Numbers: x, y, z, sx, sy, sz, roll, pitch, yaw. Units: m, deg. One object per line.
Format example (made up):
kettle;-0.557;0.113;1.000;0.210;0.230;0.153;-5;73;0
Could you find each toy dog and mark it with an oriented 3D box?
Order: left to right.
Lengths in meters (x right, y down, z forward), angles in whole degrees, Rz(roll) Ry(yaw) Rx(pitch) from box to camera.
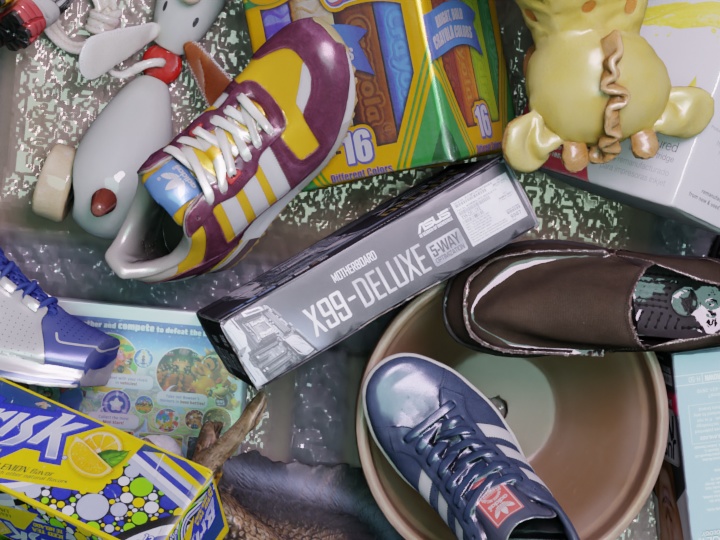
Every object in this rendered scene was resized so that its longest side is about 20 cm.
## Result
toy dog;-0.143;-0.100;1.289;0.131;0.096;0.201;1;93;-5

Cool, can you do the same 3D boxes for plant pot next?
plant pot;0.092;0.094;1.319;0.199;0.093;0.202;0;91;-6

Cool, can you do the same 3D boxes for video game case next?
video game case;-0.150;0.123;1.340;0.142;0.018;0.201;5;93;-4

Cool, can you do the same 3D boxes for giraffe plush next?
giraffe plush;0.136;-0.147;1.190;0.171;0.200;0.163;-6;106;18

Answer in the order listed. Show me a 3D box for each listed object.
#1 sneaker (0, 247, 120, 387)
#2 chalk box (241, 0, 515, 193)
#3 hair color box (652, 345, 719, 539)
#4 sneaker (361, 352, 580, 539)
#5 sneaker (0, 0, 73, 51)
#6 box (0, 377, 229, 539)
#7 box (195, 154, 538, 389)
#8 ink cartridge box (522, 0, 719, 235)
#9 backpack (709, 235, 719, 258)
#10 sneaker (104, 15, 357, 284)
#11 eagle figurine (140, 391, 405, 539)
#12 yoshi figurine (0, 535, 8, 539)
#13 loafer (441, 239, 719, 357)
sneaker;-0.245;0.000;1.285;0.198;0.081;0.116;17;90;7
chalk box;0.009;-0.160;1.265;0.123;0.125;0.201;-8;95;27
hair color box;0.229;0.145;1.330;0.060;0.099;0.201;-7;93;-5
sneaker;0.076;0.132;1.227;0.075;0.085;0.200;-41;88;-1
sneaker;-0.255;-0.230;1.289;0.200;0.078;0.082;46;64;4
box;-0.181;0.125;1.204;0.199;0.064;0.070;21;55;23
box;0.000;0.000;1.266;0.199;0.158;0.050;-30;96;-8
ink cartridge box;0.198;-0.140;1.284;0.083;0.145;0.201;20;91;-44
backpack;0.351;-0.016;1.314;0.199;0.151;0.179;19;90;-10
sneaker;-0.077;-0.064;1.204;0.075;0.090;0.200;47;123;19
eagle figurine;-0.062;0.185;1.299;0.151;0.200;0.152;-23;51;24
yoshi figurine;-0.217;0.196;1.248;0.199;0.112;0.113;10;120;22
loafer;0.149;0.016;1.241;0.199;0.071;0.074;-3;91;-5
